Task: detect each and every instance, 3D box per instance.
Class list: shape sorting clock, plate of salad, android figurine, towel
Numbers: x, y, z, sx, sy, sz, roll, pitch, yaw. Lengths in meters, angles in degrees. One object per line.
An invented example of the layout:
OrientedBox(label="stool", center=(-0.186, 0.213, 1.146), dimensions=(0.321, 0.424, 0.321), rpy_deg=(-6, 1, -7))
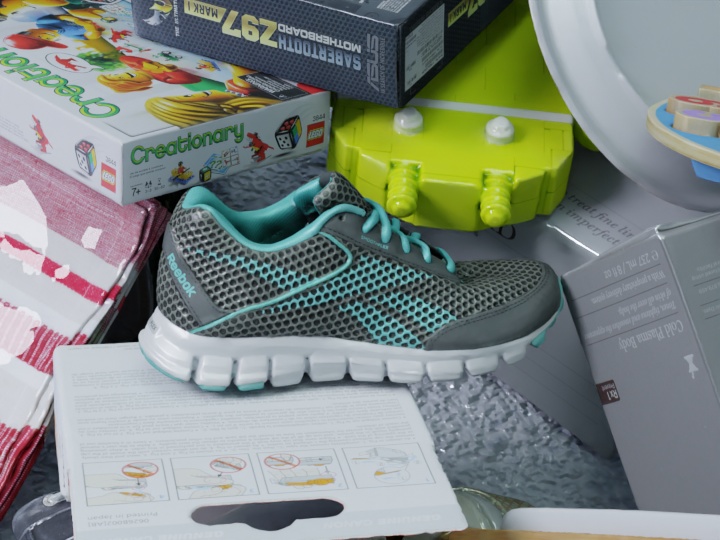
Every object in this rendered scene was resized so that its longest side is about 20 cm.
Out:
OrientedBox(label="shape sorting clock", center=(0.228, -0.057, 0.924), dimensions=(0.198, 0.040, 0.200), rpy_deg=(10, 17, -3))
OrientedBox(label="plate of salad", center=(0.153, -0.124, 1.034), dimensions=(0.199, 0.048, 0.202), rpy_deg=(12, 69, -34))
OrientedBox(label="android figurine", center=(0.047, -0.091, 1.040), dimensions=(0.180, 0.041, 0.201), rpy_deg=(7, 43, 0))
OrientedBox(label="towel", center=(-0.198, 0.025, 1.000), dimensions=(0.143, 0.023, 0.201), rpy_deg=(25, 81, 20))

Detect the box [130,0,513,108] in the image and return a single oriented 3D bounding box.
OrientedBox(label="box", center=(0.000, -0.165, 1.047), dimensions=(0.157, 0.051, 0.200), rpy_deg=(18, 40, 24))

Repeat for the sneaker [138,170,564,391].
OrientedBox(label="sneaker", center=(0.000, 0.000, 0.923), dimensions=(0.198, 0.092, 0.078), rpy_deg=(-4, 21, -17))

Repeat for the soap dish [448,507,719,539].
OrientedBox(label="soap dish", center=(0.137, 0.173, 0.829), dimensions=(0.199, 0.158, 0.081), rpy_deg=(-5, 41, 50))

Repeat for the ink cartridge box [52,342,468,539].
OrientedBox(label="ink cartridge box", center=(-0.049, 0.087, 0.890), dimensions=(0.160, 0.051, 0.200), rpy_deg=(-3, 24, -10))

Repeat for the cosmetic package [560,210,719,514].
OrientedBox(label="cosmetic package", center=(0.175, 0.077, 0.924), dimensions=(0.089, 0.107, 0.202), rpy_deg=(-14, 82, -23))

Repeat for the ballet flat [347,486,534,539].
OrientedBox(label="ballet flat", center=(0.017, 0.137, 0.957), dimensions=(0.199, 0.063, 0.068), rpy_deg=(-15, 53, -31))

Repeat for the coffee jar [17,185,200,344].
OrientedBox(label="coffee jar", center=(-0.129, -0.061, 1.120), dimensions=(0.084, 0.105, 0.201), rpy_deg=(6, 43, 7))

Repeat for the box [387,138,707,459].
OrientedBox(label="box", center=(0.128, -0.041, 1.122), dimensions=(0.198, 0.131, 0.200), rpy_deg=(35, 49, 25))

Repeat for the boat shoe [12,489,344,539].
OrientedBox(label="boat shoe", center=(-0.069, 0.107, 0.986), dimensions=(0.198, 0.072, 0.068), rpy_deg=(-19, 51, -17))

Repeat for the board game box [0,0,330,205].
OrientedBox(label="board game box", center=(-0.126, -0.093, 1.012), dimensions=(0.126, 0.035, 0.199), rpy_deg=(-18, 34, -39))
